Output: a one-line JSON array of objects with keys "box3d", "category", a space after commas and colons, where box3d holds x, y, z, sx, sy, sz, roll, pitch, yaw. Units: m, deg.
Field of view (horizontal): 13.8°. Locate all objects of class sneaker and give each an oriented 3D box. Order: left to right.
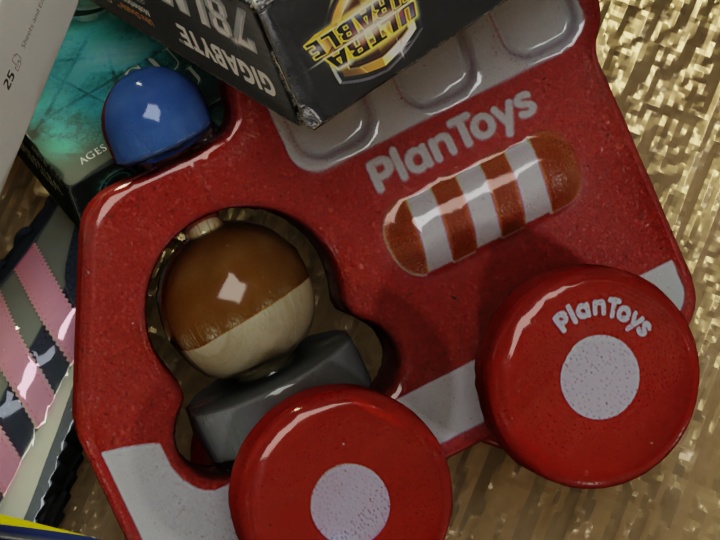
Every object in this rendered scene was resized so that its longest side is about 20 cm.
[{"box3d": [-0.120, 0.025, 0.955, 0.082, 0.070, 0.201, 20, 73, 5], "category": "sneaker"}]

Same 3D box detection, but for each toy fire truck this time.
[{"box3d": [0.000, 0.000, 0.910, 0.199, 0.112, 0.169, -25, 98, -7], "category": "toy fire truck"}]

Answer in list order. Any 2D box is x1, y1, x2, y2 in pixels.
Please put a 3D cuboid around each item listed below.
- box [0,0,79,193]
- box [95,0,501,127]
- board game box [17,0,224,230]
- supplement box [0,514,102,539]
[{"box3d": [-0.182, -0.013, 0.825, 0.155, 0.041, 0.201, 11, 69, 25], "category": "box"}, {"box3d": [0.007, -0.139, 0.900, 0.198, 0.050, 0.200, -36, 34, -17], "category": "box"}, {"box3d": [-0.042, -0.107, 0.978, 0.199, 0.028, 0.135, -32, 51, -15], "category": "board game box"}, {"box3d": [-0.186, 0.109, 0.868, 0.199, 0.109, 0.110, 11, 87, 26], "category": "supplement box"}]
